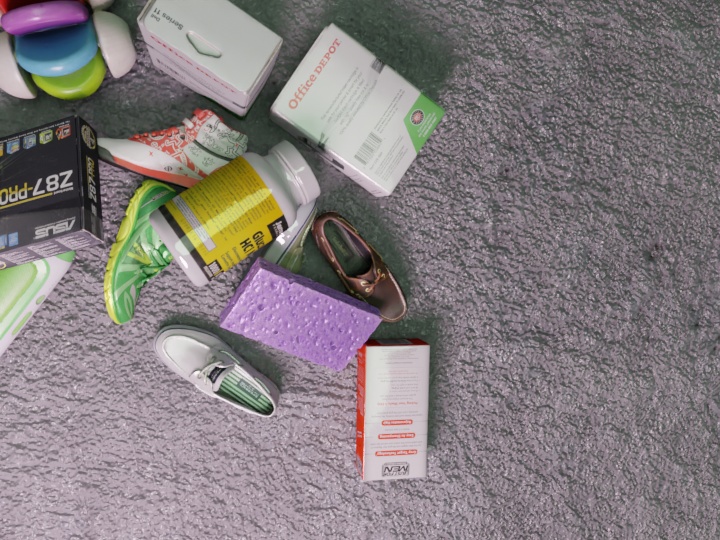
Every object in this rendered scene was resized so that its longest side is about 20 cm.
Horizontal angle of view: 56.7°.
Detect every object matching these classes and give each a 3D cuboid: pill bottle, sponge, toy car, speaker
[{"bbox_3d":[-0.155,-0.078,0.851,0.200,0.112,0.113,-35,101,-11],"label":"pill bottle"},{"bbox_3d":[-0.081,0.066,0.930,0.200,0.030,0.112,25,115,-27],"label":"sponge"},{"bbox_3d":[-0.380,-0.312,0.810,0.175,0.150,0.200,-16,98,-11],"label":"toy car"},{"bbox_3d":[-0.458,0.032,0.857,0.088,0.088,0.200,37,86,-13],"label":"speaker"}]

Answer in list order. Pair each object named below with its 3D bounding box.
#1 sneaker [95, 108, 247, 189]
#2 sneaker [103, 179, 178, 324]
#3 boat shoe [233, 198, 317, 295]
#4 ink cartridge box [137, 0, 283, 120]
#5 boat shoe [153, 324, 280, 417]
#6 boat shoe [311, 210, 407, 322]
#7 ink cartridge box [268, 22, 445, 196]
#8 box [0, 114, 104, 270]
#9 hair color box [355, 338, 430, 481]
[{"bbox_3d":[-0.252,-0.172,0.895,0.201,0.067,0.108,16,90,-17],"label":"sneaker"},{"bbox_3d":[-0.288,-0.020,0.895,0.083,0.074,0.200,18,91,-9],"label":"sneaker"},{"bbox_3d":[-0.111,-0.020,0.945,0.062,0.072,0.200,28,99,-27],"label":"boat shoe"},{"bbox_3d":[-0.184,-0.272,0.831,0.146,0.200,0.083,32,87,-13],"label":"ink cartridge box"},{"bbox_3d":[-0.196,0.139,0.933,0.200,0.067,0.074,30,88,-13],"label":"boat shoe"},{"bbox_3d":[0.000,0.000,0.964,0.070,0.070,0.200,-43,103,-7],"label":"boat shoe"},{"bbox_3d":[-0.008,-0.220,0.934,0.200,0.084,0.146,35,87,-13],"label":"ink cartridge box"},{"bbox_3d":[-0.418,-0.087,0.814,0.200,0.049,0.161,-14,71,7],"label":"box"},{"bbox_3d":[0.047,0.205,0.996,0.101,0.061,0.200,1,94,-13],"label":"hair color box"}]
